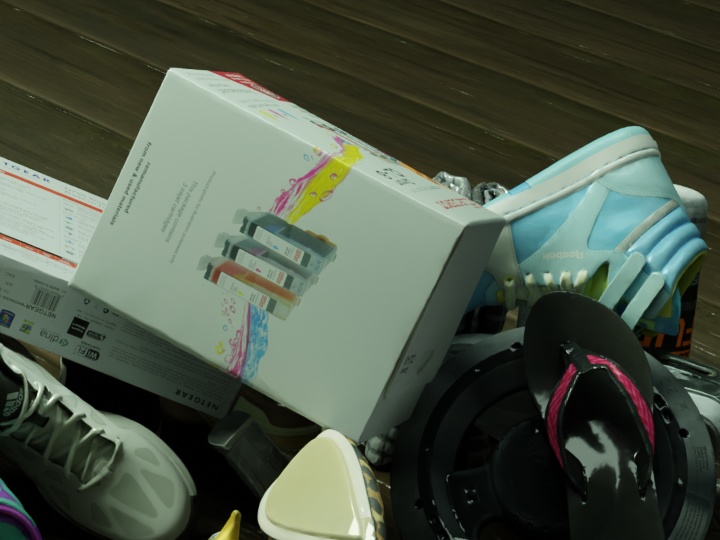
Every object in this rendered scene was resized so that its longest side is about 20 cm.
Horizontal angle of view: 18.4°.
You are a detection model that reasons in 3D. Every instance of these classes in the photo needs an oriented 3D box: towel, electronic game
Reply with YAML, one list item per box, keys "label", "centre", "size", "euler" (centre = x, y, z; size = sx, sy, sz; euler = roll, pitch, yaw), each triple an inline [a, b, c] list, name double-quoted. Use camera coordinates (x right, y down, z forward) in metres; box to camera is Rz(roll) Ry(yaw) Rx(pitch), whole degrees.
- label: "towel"
  centre: [0.067, 0.036, 1.578]
  size: [0.085, 0.167, 0.200]
  euler: [15, 20, -2]
- label: "electronic game"
  centre: [0.117, 0.127, 1.355]
  size: [0.199, 0.201, 0.042]
  euler: [12, -23, 12]

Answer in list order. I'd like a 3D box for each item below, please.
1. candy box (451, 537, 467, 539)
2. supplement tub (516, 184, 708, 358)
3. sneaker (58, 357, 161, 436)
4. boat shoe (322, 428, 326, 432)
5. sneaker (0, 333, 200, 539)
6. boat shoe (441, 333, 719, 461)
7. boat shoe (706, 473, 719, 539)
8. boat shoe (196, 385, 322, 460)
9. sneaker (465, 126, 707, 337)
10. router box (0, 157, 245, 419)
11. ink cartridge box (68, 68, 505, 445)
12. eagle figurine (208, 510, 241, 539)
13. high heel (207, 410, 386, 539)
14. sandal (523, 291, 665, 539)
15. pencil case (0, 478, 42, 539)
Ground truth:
- label: "candy box"
  centre: [0.113, 0.230, 1.189]
  size: [0.167, 0.072, 0.200]
  euler: [10, 20, 6]
- label: "supplement tub"
  centre: [0.168, 0.038, 1.533]
  size: [0.122, 0.201, 0.123]
  euler: [6, 7, -1]
- label: "sneaker"
  centre: [-0.177, 0.045, 1.534]
  size: [0.073, 0.113, 0.200]
  euler: [1, 20, -14]
- label: "boat shoe"
  centre: [-0.065, 0.069, 1.580]
  size: [0.072, 0.065, 0.200]
  euler: [-2, 22, -27]
- label: "sneaker"
  centre: [-0.191, 0.101, 1.329]
  size: [0.200, 0.076, 0.115]
  euler: [35, 0, 11]
- label: "boat shoe"
  centre: [0.146, 0.078, 1.437]
  size: [0.199, 0.072, 0.071]
  euler: [15, 34, 14]
- label: "boat shoe"
  centre: [0.192, 0.143, 1.447]
  size: [0.199, 0.076, 0.072]
  euler: [14, 31, 14]
- label: "boat shoe"
  centre: [-0.088, 0.087, 1.504]
  size: [0.071, 0.077, 0.200]
  euler: [-7, 23, -24]
- label: "sneaker"
  centre: [0.131, 0.009, 1.414]
  size: [0.199, 0.131, 0.080]
  euler: [-32, -16, -2]
- label: "router box"
  centre: [-0.171, 0.005, 1.430]
  size: [0.199, 0.049, 0.180]
  euler: [23, 17, -15]
- label: "ink cartridge box"
  centre: [-0.038, -0.011, 1.312]
  size: [0.199, 0.145, 0.145]
  euler: [29, 9, 10]
- label: "eagle figurine"
  centre: [-0.088, 0.198, 1.167]
  size: [0.152, 0.151, 0.200]
  euler: [49, -12, 5]
- label: "high heel"
  centre: [-0.002, 0.157, 1.252]
  size: [0.071, 0.143, 0.200]
  euler: [-43, 26, -9]
- label: "sandal"
  centre: [0.143, 0.099, 1.316]
  size: [0.075, 0.201, 0.045]
  euler: [-11, -25, 3]
- label: "pencil case"
  centre: [-0.255, 0.131, 1.299]
  size: [0.085, 0.093, 0.200]
  euler: [-29, 33, -16]
